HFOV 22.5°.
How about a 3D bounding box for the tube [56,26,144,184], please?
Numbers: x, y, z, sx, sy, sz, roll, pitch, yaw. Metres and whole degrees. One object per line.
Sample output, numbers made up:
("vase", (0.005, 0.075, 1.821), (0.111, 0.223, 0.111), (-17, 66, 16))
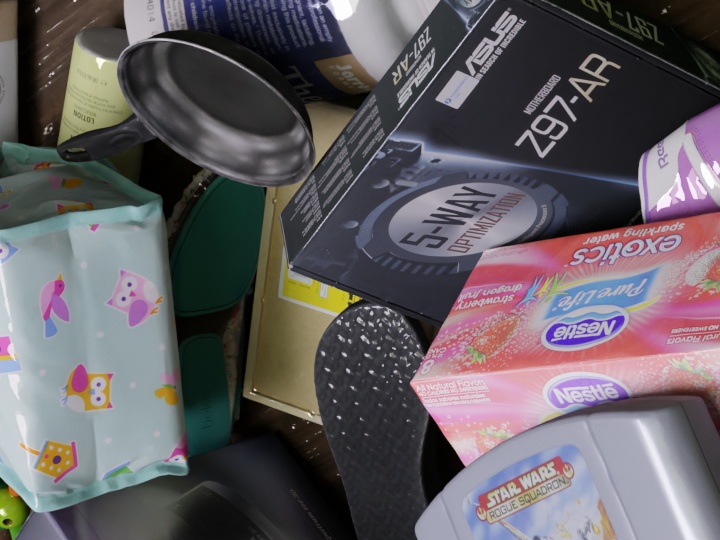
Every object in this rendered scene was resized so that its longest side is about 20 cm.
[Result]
("tube", (-0.164, -0.049, 1.117), (0.058, 0.051, 0.201), (-120, 38, -52))

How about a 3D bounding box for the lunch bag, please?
("lunch bag", (-0.182, 0.023, 1.048), (0.200, 0.121, 0.172), (27, 125, 60))

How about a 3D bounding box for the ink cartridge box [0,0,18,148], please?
("ink cartridge box", (-0.290, -0.066, 1.101), (0.075, 0.164, 0.202), (19, 116, 35))

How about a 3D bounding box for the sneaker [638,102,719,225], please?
("sneaker", (0.214, 0.007, 0.915), (0.114, 0.073, 0.201), (-27, 103, 33))

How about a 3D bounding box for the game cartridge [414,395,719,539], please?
("game cartridge", (0.102, 0.136, 0.833), (0.200, 0.041, 0.134), (-37, 76, 51))

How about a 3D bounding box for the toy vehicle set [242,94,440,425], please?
("toy vehicle set", (0.000, 0.000, 1.058), (0.123, 0.026, 0.202), (18, 115, 21))

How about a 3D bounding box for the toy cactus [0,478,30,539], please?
("toy cactus", (-0.244, 0.137, 1.212), (0.165, 0.102, 0.201), (38, 125, 33))

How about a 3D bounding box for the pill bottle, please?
("pill bottle", (-0.018, -0.148, 0.966), (0.198, 0.111, 0.112), (-8, 104, 30))

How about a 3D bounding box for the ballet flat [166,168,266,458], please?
("ballet flat", (-0.103, 0.021, 1.100), (0.064, 0.075, 0.202), (35, 120, 52))

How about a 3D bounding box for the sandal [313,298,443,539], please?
("sandal", (0.019, 0.093, 1.043), (0.075, 0.048, 0.202), (9, 126, 24))

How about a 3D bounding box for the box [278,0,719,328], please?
("box", (0.076, -0.056, 0.934), (0.159, 0.044, 0.200), (21, 125, -28))

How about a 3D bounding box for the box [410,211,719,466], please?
("box", (0.138, 0.045, 0.871), (0.199, 0.103, 0.095), (-8, 128, 42))

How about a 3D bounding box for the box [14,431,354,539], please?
("box", (-0.085, 0.222, 1.052), (0.200, 0.198, 0.124), (50, 125, 22))

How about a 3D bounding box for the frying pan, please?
("frying pan", (-0.087, -0.074, 0.968), (0.114, 0.031, 0.190), (33, 153, -11))
